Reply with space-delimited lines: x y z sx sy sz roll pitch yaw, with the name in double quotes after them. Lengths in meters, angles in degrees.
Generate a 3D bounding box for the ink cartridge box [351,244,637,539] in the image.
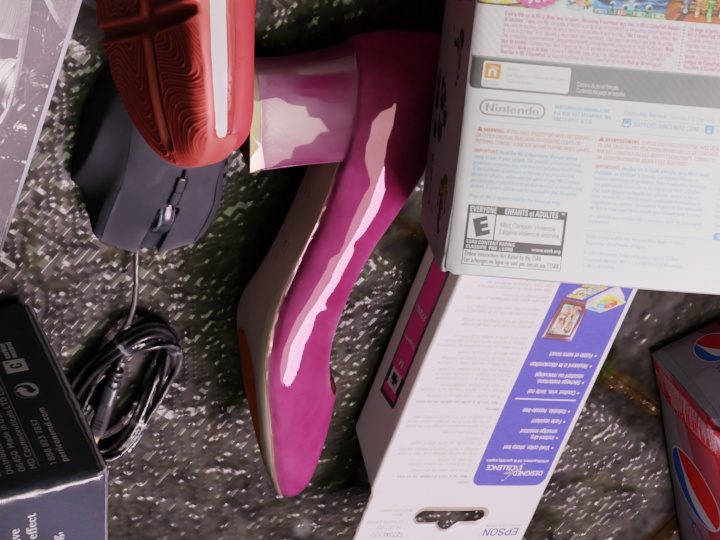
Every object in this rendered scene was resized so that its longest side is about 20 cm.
0.061 0.034 0.973 0.094 0.037 0.201 3 121 -31 "ink cartridge box"

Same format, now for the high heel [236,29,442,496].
0.000 0.000 0.892 0.095 0.067 0.202 -6 115 -12 "high heel"

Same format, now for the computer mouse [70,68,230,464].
-0.084 0.000 0.868 0.058 0.034 0.201 -6 128 -26 "computer mouse"

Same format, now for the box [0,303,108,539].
-0.203 0.118 0.845 0.198 0.107 0.149 -12 130 -21 "box"

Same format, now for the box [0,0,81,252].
-0.195 -0.082 0.731 0.199 0.048 0.159 5 123 -32 "box"

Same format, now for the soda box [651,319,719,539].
0.194 0.112 1.088 0.070 0.064 0.201 -24 133 -10 "soda box"

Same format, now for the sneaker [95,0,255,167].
-0.023 -0.137 0.721 0.115 0.078 0.202 -6 96 -31 "sneaker"

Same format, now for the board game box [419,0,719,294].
0.107 -0.097 0.806 0.146 0.064 0.202 5 107 -7 "board game box"
